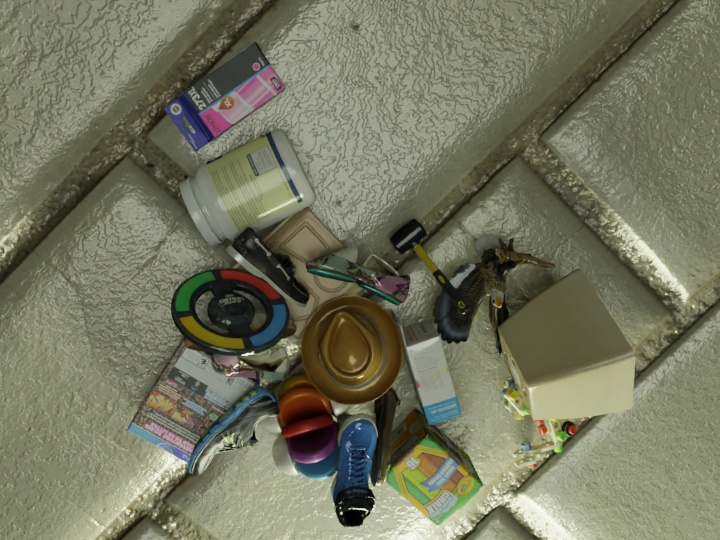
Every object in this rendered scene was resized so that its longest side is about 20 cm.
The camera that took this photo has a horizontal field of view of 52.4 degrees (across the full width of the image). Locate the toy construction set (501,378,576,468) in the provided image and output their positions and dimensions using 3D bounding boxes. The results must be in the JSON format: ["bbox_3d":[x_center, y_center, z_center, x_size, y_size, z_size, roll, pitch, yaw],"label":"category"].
[{"bbox_3d":[0.343,0.294,1.423,0.131,0.092,0.200,-22,112,-26],"label":"toy construction set"}]

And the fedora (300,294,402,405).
[{"bbox_3d":[-0.019,0.137,1.301,0.200,0.082,0.201,-1,75,4],"label":"fedora"}]

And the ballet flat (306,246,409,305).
[{"bbox_3d":[0.000,0.000,1.316,0.200,0.069,0.071,21,82,-18],"label":"ballet flat"}]

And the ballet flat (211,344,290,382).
[{"bbox_3d":[-0.176,0.158,1.304,0.071,0.200,0.069,-39,60,24],"label":"ballet flat"}]

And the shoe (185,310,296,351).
[{"bbox_3d":[-0.213,0.103,1.294,0.200,0.070,0.053,-7,68,-26],"label":"shoe"}]

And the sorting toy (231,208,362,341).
[{"bbox_3d":[-0.108,0.006,1.355,0.185,0.036,0.200,-42,107,4],"label":"sorting toy"}]

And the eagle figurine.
[{"bbox_3d":[0.236,0.044,1.348,0.152,0.151,0.200,34,119,17],"label":"eagle figurine"}]

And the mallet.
[{"bbox_3d":[0.124,0.002,1.329,0.066,0.041,0.200,-31,73,7],"label":"mallet"}]

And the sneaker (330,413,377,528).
[{"bbox_3d":[-0.005,0.355,1.267,0.077,0.111,0.200,7,115,-17],"label":"sneaker"}]

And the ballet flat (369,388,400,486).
[{"bbox_3d":[0.048,0.307,1.361,0.046,0.200,0.067,17,137,-11],"label":"ballet flat"}]

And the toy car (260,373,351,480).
[{"bbox_3d":[-0.090,0.297,1.352,0.175,0.150,0.200,-18,102,-2],"label":"toy car"}]

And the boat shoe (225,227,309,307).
[{"bbox_3d":[-0.146,-0.004,1.267,0.060,0.074,0.200,-49,128,1],"label":"boat shoe"}]

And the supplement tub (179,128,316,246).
[{"bbox_3d":[-0.192,-0.140,1.258,0.200,0.145,0.145,-26,103,0],"label":"supplement tub"}]

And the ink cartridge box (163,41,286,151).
[{"bbox_3d":[-0.237,-0.302,1.279,0.200,0.037,0.095,-34,102,4],"label":"ink cartridge box"}]

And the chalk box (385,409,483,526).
[{"bbox_3d":[0.144,0.391,1.407,0.200,0.124,0.125,42,95,-12],"label":"chalk box"}]

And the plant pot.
[{"bbox_3d":[0.357,0.154,1.308,0.177,0.200,0.200,-22,140,2],"label":"plant pot"}]

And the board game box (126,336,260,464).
[{"bbox_3d":[-0.302,0.235,1.347,0.159,0.097,0.200,33,97,-11],"label":"board game box"}]

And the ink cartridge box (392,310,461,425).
[{"bbox_3d":[0.122,0.169,1.364,0.068,0.115,0.200,-17,103,-2],"label":"ink cartridge box"}]

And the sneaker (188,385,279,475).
[{"bbox_3d":[-0.223,0.291,1.280,0.200,0.071,0.083,-43,97,1],"label":"sneaker"}]

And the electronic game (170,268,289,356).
[{"bbox_3d":[-0.219,0.068,1.240,0.200,0.200,0.042,12,129,-8],"label":"electronic game"}]
